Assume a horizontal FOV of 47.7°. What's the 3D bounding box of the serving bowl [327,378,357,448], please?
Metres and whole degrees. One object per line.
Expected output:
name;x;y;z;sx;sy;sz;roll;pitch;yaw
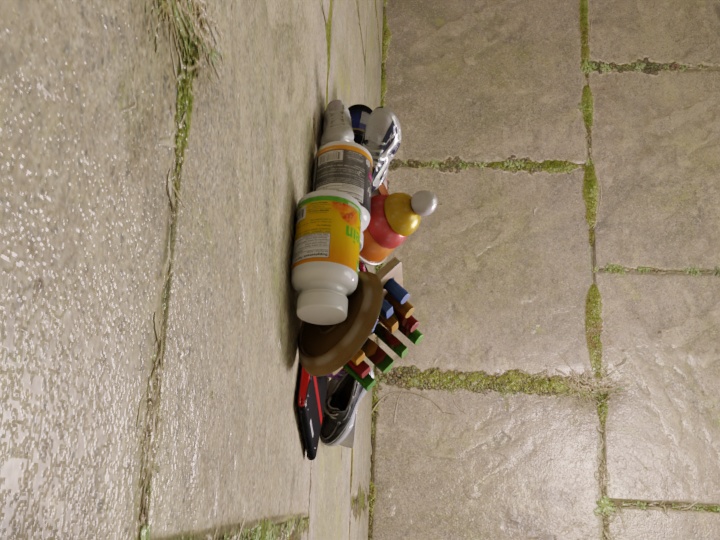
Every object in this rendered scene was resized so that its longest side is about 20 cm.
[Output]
serving bowl;-0.042;0.294;1.824;0.200;0.065;0.203;-176;-90;-87

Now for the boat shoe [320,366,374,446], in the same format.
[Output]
boat shoe;-0.045;0.278;1.690;0.071;0.072;0.202;6;114;-50

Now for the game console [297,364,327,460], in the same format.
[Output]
game console;-0.092;0.226;1.504;0.201;0.031;0.178;85;11;-49

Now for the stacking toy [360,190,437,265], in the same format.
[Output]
stacking toy;0.071;-0.103;1.600;0.145;0.199;0.148;24;57;-43

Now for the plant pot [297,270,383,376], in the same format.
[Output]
plant pot;-0.042;0.081;1.363;0.027;0.199;0.201;37;37;-28

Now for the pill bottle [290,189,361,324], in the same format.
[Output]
pill bottle;-0.057;-0.019;1.335;0.111;0.110;0.202;82;10;-64

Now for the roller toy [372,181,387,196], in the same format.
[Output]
roller toy;0.005;-0.152;1.935;0.200;0.138;0.185;72;19;-75

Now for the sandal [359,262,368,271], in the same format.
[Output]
sandal;0.000;0.000;1.706;0.075;0.045;0.203;-132;-140;-81

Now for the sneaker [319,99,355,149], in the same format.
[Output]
sneaker;-0.054;-0.297;1.673;0.200;0.074;0.101;-102;-177;-74

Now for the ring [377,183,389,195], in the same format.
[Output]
ring;0.012;-0.155;1.772;0.200;0.019;0.202;37;41;-41

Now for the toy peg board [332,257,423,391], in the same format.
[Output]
toy peg board;0.032;0.114;1.519;0.200;0.098;0.200;-42;156;-18

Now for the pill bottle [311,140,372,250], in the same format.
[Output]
pill bottle;-0.037;-0.135;1.544;0.117;0.115;0.202;82;9;-62

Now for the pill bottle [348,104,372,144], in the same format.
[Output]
pill bottle;-0.009;-0.312;1.906;0.201;0.110;0.113;-84;173;-57

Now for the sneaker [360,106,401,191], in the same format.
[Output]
sneaker;0.017;-0.225;1.659;0.130;0.079;0.200;-58;174;-44

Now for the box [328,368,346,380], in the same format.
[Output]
box;-0.050;0.124;1.711;0.137;0.039;0.202;36;54;-66
